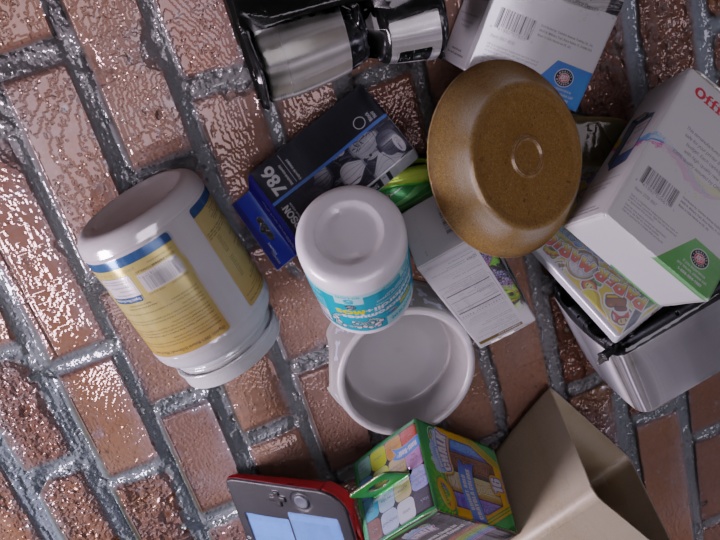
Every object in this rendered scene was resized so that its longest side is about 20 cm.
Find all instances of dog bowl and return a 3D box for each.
[{"bbox_3d":[0.051,0.115,1.026,0.198,0.059,0.202,-5,113,-11],"label":"dog bowl"}]

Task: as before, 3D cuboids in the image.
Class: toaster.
[{"bbox_3d":[0.346,0.054,1.004,0.199,0.181,0.119,-31,117,0],"label":"toaster"}]

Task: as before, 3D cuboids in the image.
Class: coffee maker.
[{"bbox_3d":[-0.030,-0.275,0.802,0.198,0.135,0.194,-19,115,-6],"label":"coffee maker"}]

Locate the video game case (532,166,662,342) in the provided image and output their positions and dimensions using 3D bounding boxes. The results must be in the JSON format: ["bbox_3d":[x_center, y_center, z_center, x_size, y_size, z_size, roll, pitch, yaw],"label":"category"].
[{"bbox_3d":[0.291,-0.048,0.944,0.181,0.200,0.023,-36,159,-8],"label":"video game case"}]

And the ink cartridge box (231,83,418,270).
[{"bbox_3d":[-0.045,-0.100,0.896,0.200,0.039,0.100,-40,75,4],"label":"ink cartridge box"}]

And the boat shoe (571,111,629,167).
[{"bbox_3d":[0.208,-0.154,0.947,0.199,0.066,0.072,7,98,1],"label":"boat shoe"}]

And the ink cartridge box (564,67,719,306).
[{"bbox_3d":[0.333,-0.086,0.871,0.145,0.087,0.201,37,76,-9],"label":"ink cartridge box"}]

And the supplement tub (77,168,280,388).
[{"bbox_3d":[-0.186,0.010,0.876,0.144,0.145,0.201,-30,115,0],"label":"supplement tub"}]

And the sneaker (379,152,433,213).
[{"bbox_3d":[0.100,-0.091,0.949,0.198,0.074,0.084,-2,122,-2],"label":"sneaker"}]

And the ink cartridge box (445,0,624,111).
[{"bbox_3d":[0.195,-0.292,0.877,0.143,0.084,0.201,15,109,-19],"label":"ink cartridge box"}]

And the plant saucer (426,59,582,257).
[{"bbox_3d":[0.158,-0.113,0.832,0.199,0.035,0.202,-1,92,-29],"label":"plant saucer"}]

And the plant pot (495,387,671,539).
[{"bbox_3d":[0.268,0.320,1.097,0.177,0.201,0.199,-42,116,18],"label":"plant pot"}]

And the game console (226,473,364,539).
[{"bbox_3d":[-0.074,0.348,1.060,0.175,0.031,0.202,-2,117,24],"label":"game console"}]

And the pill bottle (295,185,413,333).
[{"bbox_3d":[0.000,0.000,0.879,0.110,0.111,0.200,-24,158,-3],"label":"pill bottle"}]

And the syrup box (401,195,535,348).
[{"bbox_3d":[0.124,0.000,0.939,0.081,0.079,0.200,-28,140,13],"label":"syrup box"}]

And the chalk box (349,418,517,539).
[{"bbox_3d":[0.075,0.276,1.024,0.199,0.124,0.124,28,126,-35],"label":"chalk box"}]
